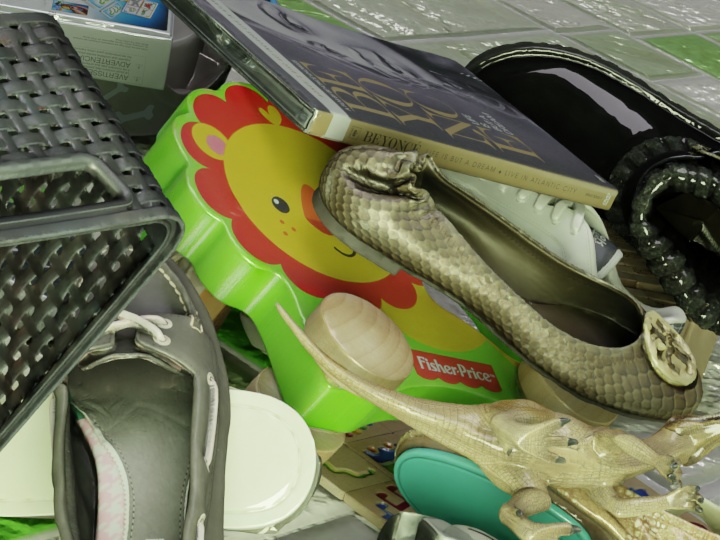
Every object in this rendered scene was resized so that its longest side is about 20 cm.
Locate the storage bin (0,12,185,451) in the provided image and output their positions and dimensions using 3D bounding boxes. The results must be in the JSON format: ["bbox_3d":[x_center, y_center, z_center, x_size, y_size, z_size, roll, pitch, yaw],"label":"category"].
[{"bbox_3d":[-0.173,0.011,0.796,0.135,0.200,0.094,-11,61,-50],"label":"storage bin"}]

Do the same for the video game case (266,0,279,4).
[{"bbox_3d":[-0.032,-0.100,1.301,0.018,0.143,0.200,-25,27,2],"label":"video game case"}]

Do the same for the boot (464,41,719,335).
[{"bbox_3d":[0.139,-0.047,1.206,0.210,0.080,0.158,21,21,3],"label":"boot"}]

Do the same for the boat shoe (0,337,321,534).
[{"bbox_3d":[-0.114,0.067,0.918,0.201,0.072,0.060,9,-7,6],"label":"boat shoe"}]

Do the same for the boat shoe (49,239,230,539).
[{"bbox_3d":[-0.080,0.063,0.839,0.067,0.057,0.201,-5,56,-3],"label":"boat shoe"}]

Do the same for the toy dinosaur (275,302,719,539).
[{"bbox_3d":[0.062,0.069,0.899,0.199,0.058,0.101,12,13,-15],"label":"toy dinosaur"}]

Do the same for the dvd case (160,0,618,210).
[{"bbox_3d":[0.014,-0.087,1.113,0.200,0.016,0.149,11,23,-41],"label":"dvd case"}]

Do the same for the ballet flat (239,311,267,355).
[{"bbox_3d":[-0.024,0.009,1.123,0.067,0.067,0.200,-12,31,13],"label":"ballet flat"}]

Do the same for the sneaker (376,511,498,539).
[{"bbox_3d":[0.077,0.149,0.849,0.088,0.074,0.200,12,19,-24],"label":"sneaker"}]

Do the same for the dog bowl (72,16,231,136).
[{"bbox_3d":[-0.166,-0.141,1.362,0.199,0.059,0.200,11,25,-5],"label":"dog bowl"}]

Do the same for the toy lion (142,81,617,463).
[{"bbox_3d":[0.000,0.000,1.025,0.200,0.069,0.192,14,41,-39],"label":"toy lion"}]

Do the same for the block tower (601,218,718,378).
[{"bbox_3d":[0.134,0.004,1.266,0.054,0.058,0.200,11,22,-18],"label":"block tower"}]

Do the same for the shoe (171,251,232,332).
[{"bbox_3d":[-0.084,0.002,1.085,0.053,0.070,0.200,29,12,-5],"label":"shoe"}]

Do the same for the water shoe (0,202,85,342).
[{"bbox_3d":[-0.192,0.005,0.981,0.199,0.079,0.071,22,23,26],"label":"water shoe"}]

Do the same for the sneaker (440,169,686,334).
[{"bbox_3d":[0.074,-0.021,1.150,0.200,0.080,0.076,47,29,-1],"label":"sneaker"}]

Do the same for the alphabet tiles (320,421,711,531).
[{"bbox_3d":[0.071,0.106,1.041,0.200,0.006,0.166,33,26,35],"label":"alphabet tiles"}]

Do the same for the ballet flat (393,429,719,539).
[{"bbox_3d":[0.109,0.111,0.950,0.200,0.071,0.065,31,52,12],"label":"ballet flat"}]

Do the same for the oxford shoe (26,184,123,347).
[{"bbox_3d":[-0.131,0.005,1.053,0.058,0.075,0.200,-12,24,0],"label":"oxford shoe"}]

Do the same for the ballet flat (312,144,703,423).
[{"bbox_3d":[0.072,0.002,0.997,0.200,0.046,0.067,32,27,-11],"label":"ballet flat"}]

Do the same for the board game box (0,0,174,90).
[{"bbox_3d":[-0.167,-0.163,1.297,0.126,0.035,0.200,9,26,-7],"label":"board game box"}]
